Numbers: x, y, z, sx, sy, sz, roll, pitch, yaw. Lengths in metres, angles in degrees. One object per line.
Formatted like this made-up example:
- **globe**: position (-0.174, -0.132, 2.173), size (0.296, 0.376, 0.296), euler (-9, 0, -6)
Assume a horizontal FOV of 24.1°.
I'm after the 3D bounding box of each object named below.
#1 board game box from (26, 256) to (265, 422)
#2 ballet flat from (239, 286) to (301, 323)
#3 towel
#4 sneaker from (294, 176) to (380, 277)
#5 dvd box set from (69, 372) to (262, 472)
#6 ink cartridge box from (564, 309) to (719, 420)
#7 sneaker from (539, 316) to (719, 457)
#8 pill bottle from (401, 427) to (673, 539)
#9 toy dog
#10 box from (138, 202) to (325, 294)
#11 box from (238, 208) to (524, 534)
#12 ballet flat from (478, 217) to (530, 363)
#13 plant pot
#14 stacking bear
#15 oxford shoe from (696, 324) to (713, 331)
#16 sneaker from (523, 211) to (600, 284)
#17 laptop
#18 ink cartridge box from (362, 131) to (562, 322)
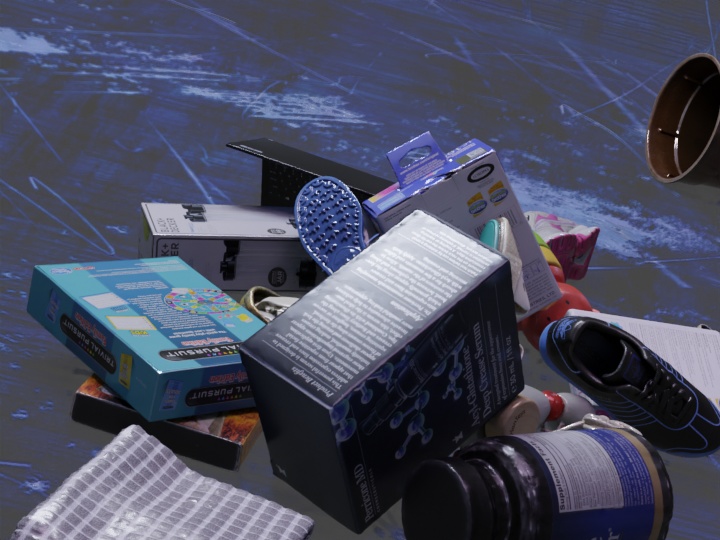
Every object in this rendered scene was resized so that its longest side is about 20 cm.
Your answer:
- **board game box**: position (-0.166, 0.053, 1.422), size (0.150, 0.047, 0.200), euler (-5, 28, -41)
- **ballet flat**: position (-0.029, 0.069, 1.545), size (0.199, 0.071, 0.071), euler (23, 21, 21)
- **towel**: position (-0.130, 0.191, 1.116), size (0.165, 0.086, 0.200), euler (19, 20, 9)
- **sneaker**: position (0.000, 0.000, 1.602), size (0.200, 0.070, 0.078), euler (61, 2, 35)
- **dvd box set**: position (-0.144, 0.099, 1.433), size (0.146, 0.030, 0.200), euler (17, 20, 6)
- **ink cartridge box**: position (0.298, 0.106, 1.658), size (0.199, 0.042, 0.120), euler (7, 49, -16)
- **sneaker**: position (0.256, 0.109, 1.543), size (0.199, 0.070, 0.078), euler (31, -10, -6)
- **pill bottle**: position (0.135, 0.181, 1.296), size (0.199, 0.112, 0.112), euler (0, 25, -36)
- **toy dog**: position (0.133, 0.146, 1.461), size (0.199, 0.097, 0.132), euler (19, 8, -30)
- **box**: position (-0.117, -0.022, 1.681), size (0.199, 0.060, 0.117), euler (1, 18, -13)
- **box**: position (0.022, 0.076, 1.322), size (0.200, 0.149, 0.107), euler (-38, 49, -25)
- **ballet flat**: position (0.126, 0.050, 1.579), size (0.062, 0.201, 0.067), euler (20, -19, -15)
- **plant pot**: position (0.568, -0.201, 2.548), size (0.197, 0.201, 0.200), euler (17, 18, -21)
- **stacking bear**: position (0.168, 0.013, 1.781), size (0.121, 0.114, 0.200), euler (-35, 52, -11)
- **oxford shoe**: position (0.408, 0.122, 1.708), size (0.199, 0.074, 0.071), euler (27, 22, 30)
- **sneaker**: position (0.207, -0.022, 1.957), size (0.088, 0.082, 0.200), euler (21, 12, 20)
- **laptop**: position (-0.044, -0.064, 1.787), size (0.176, 0.201, 0.103), euler (20, 48, 13)
- **ink cartridge box**: position (0.094, -0.035, 1.651), size (0.136, 0.201, 0.076), euler (-29, 19, -5)
